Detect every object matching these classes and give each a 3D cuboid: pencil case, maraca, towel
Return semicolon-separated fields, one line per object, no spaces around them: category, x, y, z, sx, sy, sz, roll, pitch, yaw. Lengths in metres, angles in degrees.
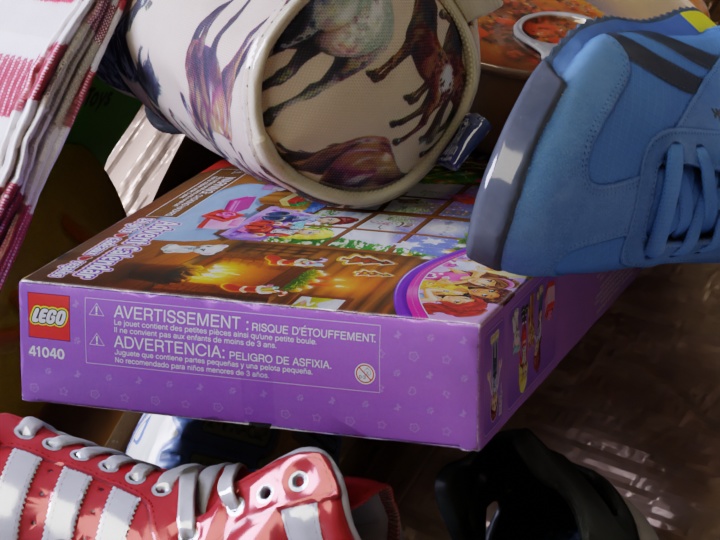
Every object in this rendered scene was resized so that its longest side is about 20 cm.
pencil case;-0.029;-0.078;0.928;0.089;0.078;0.200;-26;22;-15
maraca;-0.131;-0.003;1.048;0.107;0.137;0.201;28;104;13
towel;-0.136;-0.055;0.967;0.144;0.023;0.201;11;76;58

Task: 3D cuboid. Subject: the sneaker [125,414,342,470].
sneaker;-0.073;0.092;0.917;0.088;0.075;0.201;-3;55;43

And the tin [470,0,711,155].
tin;0.047;-0.095;0.997;0.112;0.042;0.200;-9;31;-15

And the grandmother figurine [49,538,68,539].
grandmother figurine;-0.067;0.167;0.753;0.121;0.201;0.061;-7;11;2

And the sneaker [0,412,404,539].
sneaker;-0.062;0.068;0.830;0.112;0.071;0.200;-45;69;1

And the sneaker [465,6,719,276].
sneaker;0.097;-0.031;0.834;0.078;0.200;0.066;28;112;19

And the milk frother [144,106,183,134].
milk frother;-0.116;-0.155;1.129;0.200;0.188;0.181;-28;24;15

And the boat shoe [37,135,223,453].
boat shoe;-0.057;0.031;1.001;0.070;0.070;0.200;-2;55;59

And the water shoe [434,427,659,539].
water shoe;0.049;0.134;0.794;0.071;0.079;0.200;-29;39;22

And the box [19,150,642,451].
box;0.000;0.000;0.872;0.136;0.039;0.200;5;17;18
